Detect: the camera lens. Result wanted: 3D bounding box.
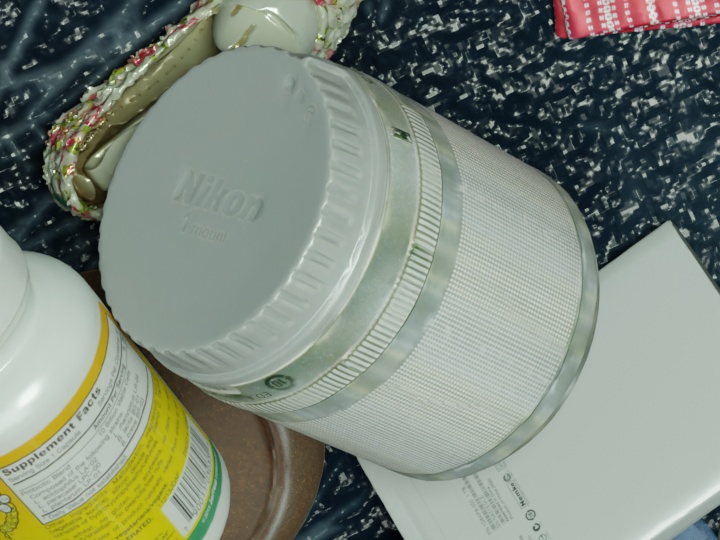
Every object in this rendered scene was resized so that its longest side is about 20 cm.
[{"bbox_3d":[0.000,0.000,1.207,0.200,0.160,0.160,25,110,-43],"label":"camera lens"}]

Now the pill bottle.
[{"bbox_3d":[-0.149,0.063,1.179,0.113,0.113,0.200,-27,134,6],"label":"pill bottle"}]

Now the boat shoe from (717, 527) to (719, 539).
[{"bbox_3d":[0.224,0.109,1.349,0.060,0.076,0.201,3,122,-6],"label":"boat shoe"}]

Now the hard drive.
[{"bbox_3d":[0.109,0.085,1.306,0.200,0.132,0.027,-37,153,11],"label":"hard drive"}]

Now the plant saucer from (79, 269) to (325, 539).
[{"bbox_3d":[-0.116,0.097,1.334,0.200,0.035,0.201,-2,113,-5],"label":"plant saucer"}]

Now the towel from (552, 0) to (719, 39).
[{"bbox_3d":[0.187,-0.187,1.250,0.199,0.022,0.145,-7,111,-2],"label":"towel"}]

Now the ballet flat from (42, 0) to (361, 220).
[{"bbox_3d":[-0.069,-0.089,1.246,0.200,0.064,0.076,-43,108,11],"label":"ballet flat"}]

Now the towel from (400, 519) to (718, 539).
[{"bbox_3d":[0.079,0.160,1.367,0.200,0.049,0.112,-38,109,11],"label":"towel"}]
